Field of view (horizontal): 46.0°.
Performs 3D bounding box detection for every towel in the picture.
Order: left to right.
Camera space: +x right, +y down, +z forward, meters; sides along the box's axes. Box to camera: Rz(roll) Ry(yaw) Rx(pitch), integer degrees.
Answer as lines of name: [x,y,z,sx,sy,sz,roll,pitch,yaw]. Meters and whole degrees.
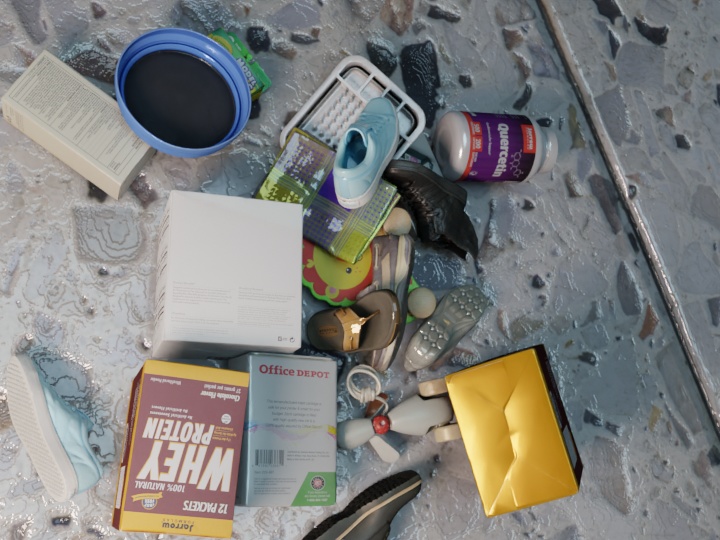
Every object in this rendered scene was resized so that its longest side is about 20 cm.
towel: [-0.055,-0.114,1.283,0.198,0.023,0.145,33,79,10]

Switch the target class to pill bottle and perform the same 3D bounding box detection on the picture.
pill bottle: [0.227,-0.205,1.420,0.196,0.112,0.115,-1,77,-20]

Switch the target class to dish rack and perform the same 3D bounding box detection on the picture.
dish rack: [-0.013,-0.217,1.343,0.171,0.044,0.201,41,84,2]

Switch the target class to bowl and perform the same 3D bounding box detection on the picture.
bowl: [-0.257,-0.255,1.230,0.197,0.039,0.205,10,65,-22]

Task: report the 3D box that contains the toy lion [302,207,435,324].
toy lion: [0.000,0.000,1.306,0.188,0.069,0.204,-18,90,-7]

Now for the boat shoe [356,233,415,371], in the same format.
boat shoe: [0.033,0.044,1.252,0.072,0.074,0.205,8,83,12]

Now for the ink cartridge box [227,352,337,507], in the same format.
ink cartridge box: [-0.111,0.224,1.188,0.143,0.087,0.205,8,76,-30]

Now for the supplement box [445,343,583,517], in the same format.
supplement box: [0.229,0.224,1.239,0.130,0.200,0.201,-19,82,15]

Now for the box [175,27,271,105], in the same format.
box: [-0.238,-0.285,1.307,0.199,0.048,0.118,-40,92,-26]

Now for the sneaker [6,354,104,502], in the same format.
sneaker: [-0.402,0.201,1.121,0.081,0.073,0.203,-13,74,-52]

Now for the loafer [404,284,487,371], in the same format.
loafer: [0.132,0.089,1.338,0.070,0.070,0.199,46,49,10]

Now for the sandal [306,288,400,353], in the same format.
sandal: [-0.019,0.078,1.211,0.054,0.198,0.084,-8,88,-45]

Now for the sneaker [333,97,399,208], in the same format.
sneaker: [0.011,-0.192,1.240,0.072,0.083,0.203,7,57,13]

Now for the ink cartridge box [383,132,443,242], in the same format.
ink cartridge box: [0.050,-0.140,1.377,0.171,0.043,0.203,-22,85,-25]

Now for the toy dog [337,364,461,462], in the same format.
toy dog: [0.060,0.222,1.278,0.195,0.096,0.135,8,76,-2]

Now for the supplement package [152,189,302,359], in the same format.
supplement package: [-0.188,0.015,1.192,0.187,0.147,0.205,5,75,-19]

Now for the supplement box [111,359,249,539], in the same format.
supplement box: [-0.235,0.234,1.091,0.130,0.200,0.202,10,73,-17]

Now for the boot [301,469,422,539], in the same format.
boot: [0.027,0.395,1.223,0.198,0.077,0.140,-31,92,-11]

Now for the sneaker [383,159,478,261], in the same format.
sneaker: [0.109,-0.092,1.323,0.197,0.060,0.107,20,74,-33]

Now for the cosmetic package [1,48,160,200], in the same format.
cosmetic package: [-0.398,-0.207,1.213,0.199,0.073,0.104,37,66,-8]
